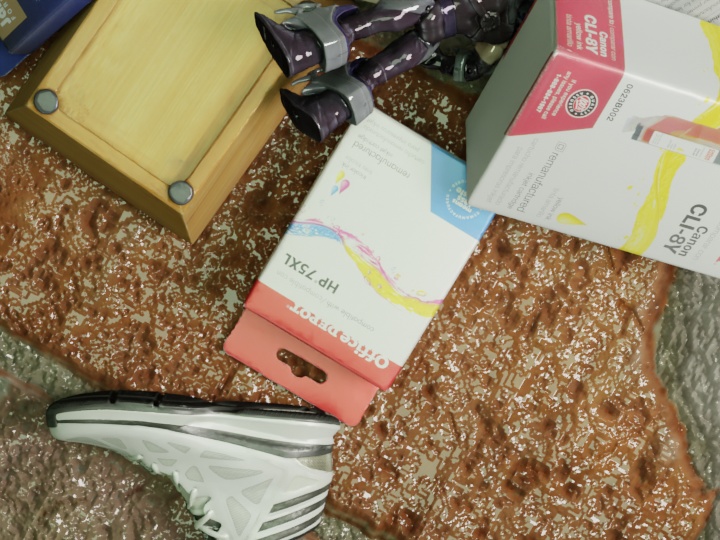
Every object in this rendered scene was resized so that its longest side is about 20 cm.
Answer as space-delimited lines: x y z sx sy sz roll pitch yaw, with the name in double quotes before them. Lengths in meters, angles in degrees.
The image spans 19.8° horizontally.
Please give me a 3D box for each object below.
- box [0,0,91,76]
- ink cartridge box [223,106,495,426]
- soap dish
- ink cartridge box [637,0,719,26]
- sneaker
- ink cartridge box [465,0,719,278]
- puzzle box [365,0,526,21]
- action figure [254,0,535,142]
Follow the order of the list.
"box" -0.206 -0.228 1.340 0.200 0.032 0.121 -37 78 25
"ink cartridge box" 0.000 0.000 1.398 0.116 0.067 0.200 30 94 -2
"soap dish" -0.121 -0.141 1.381 0.157 0.081 0.200 35 93 -2
"ink cartridge box" 0.207 -0.189 1.345 0.116 0.068 0.200 -31 129 20
"sneaker" -0.118 0.145 1.406 0.200 0.076 0.116 6 93 -3
"ink cartridge box" 0.185 -0.089 1.331 0.200 0.084 0.145 16 134 -14
"puzzle box" 0.046 -0.229 1.337 0.200 0.025 0.133 10 126 -23
"action figure" 0.038 -0.162 1.331 0.200 0.069 0.130 -24 128 -14
